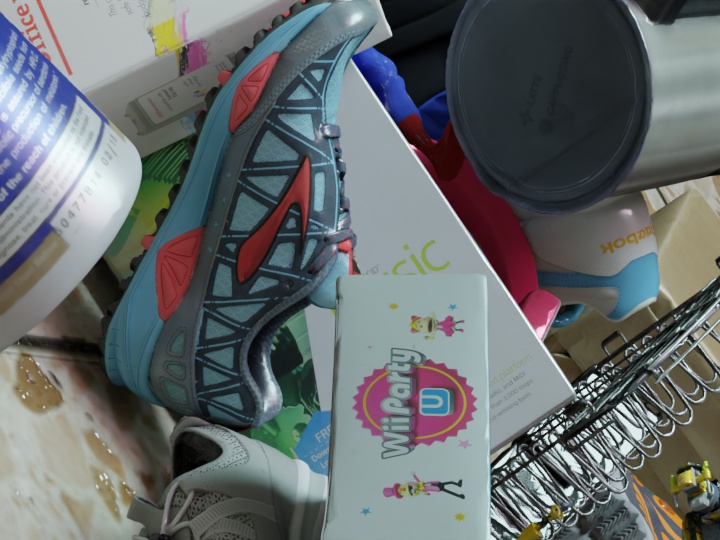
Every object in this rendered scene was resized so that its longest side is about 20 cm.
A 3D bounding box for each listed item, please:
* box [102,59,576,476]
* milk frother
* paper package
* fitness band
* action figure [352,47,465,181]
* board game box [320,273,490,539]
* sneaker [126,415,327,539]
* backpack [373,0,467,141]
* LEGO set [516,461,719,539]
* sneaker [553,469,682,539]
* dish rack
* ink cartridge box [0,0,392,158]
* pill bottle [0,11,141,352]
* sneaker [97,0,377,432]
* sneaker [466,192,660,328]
[{"bbox_3d":[-0.017,0.014,1.210,0.200,0.144,0.036,56,-4,8],"label":"box"},{"bbox_3d":[0.118,-0.140,1.303,0.200,0.181,0.188,29,24,32],"label":"milk frother"},{"bbox_3d":[0.201,0.071,1.634,0.191,0.103,0.200,54,21,-6],"label":"paper package"},{"bbox_3d":[0.014,0.019,1.295,0.143,0.037,0.200,34,51,-3],"label":"fitness band"},{"bbox_3d":[-0.007,-0.128,1.335,0.065,0.099,0.200,-3,27,-25],"label":"action figure"},{"bbox_3d":[0.019,0.124,1.060,0.148,0.064,0.200,-87,176,-48],"label":"board game box"},{"bbox_3d":[-0.064,0.124,1.074,0.082,0.075,0.200,35,18,-9],"label":"sneaker"},{"bbox_3d":[0.041,-0.139,1.479,0.168,0.200,0.163,15,43,-58],"label":"backpack"},{"bbox_3d":[0.099,0.166,1.193,0.116,0.200,0.154,31,52,-42],"label":"LEGO set"},{"bbox_3d":[0.150,0.166,1.421,0.112,0.078,0.200,41,25,-27],"label":"sneaker"},{"bbox_3d":[0.124,0.070,1.302,0.055,0.200,0.153,47,54,0],"label":"dish rack"},{"bbox_3d":[-0.102,-0.119,1.201,0.068,0.199,0.117,66,-1,-59],"label":"ink cartridge box"},{"bbox_3d":[-0.189,-0.068,1.006,0.200,0.120,0.120,46,23,-22],"label":"pill bottle"},{"bbox_3d":[-0.029,-0.023,1.147,0.095,0.200,0.079,29,15,11],"label":"sneaker"},{"bbox_3d":[0.076,-0.005,1.416,0.076,0.200,0.081,-22,98,-33],"label":"sneaker"}]
